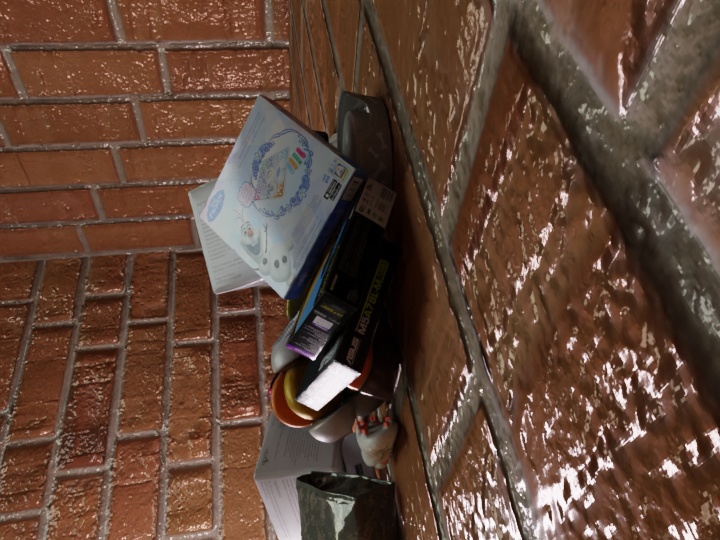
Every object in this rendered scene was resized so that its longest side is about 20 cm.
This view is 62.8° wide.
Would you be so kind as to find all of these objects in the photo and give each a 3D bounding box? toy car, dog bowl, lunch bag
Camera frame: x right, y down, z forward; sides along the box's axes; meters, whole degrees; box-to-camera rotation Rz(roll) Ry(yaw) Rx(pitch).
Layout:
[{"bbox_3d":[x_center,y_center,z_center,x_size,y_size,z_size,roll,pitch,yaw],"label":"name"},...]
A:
[{"bbox_3d":[-0.066,0.186,0.985,0.150,0.198,0.178,-40,81,44],"label":"toy car"},{"bbox_3d":[0.004,-0.170,0.902,0.200,0.057,0.207,176,90,-80],"label":"dog bowl"},{"bbox_3d":[-0.033,0.441,1.004,0.197,0.116,0.170,-8,85,45],"label":"lunch bag"}]

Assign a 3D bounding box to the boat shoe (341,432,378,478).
[{"bbox_3d":[0.005,0.416,1.119,0.066,0.070,0.204,64,-171,-61],"label":"boat shoe"}]

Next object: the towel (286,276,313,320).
[{"bbox_3d":[-0.094,0.009,1.284,0.023,0.140,0.207,20,109,56],"label":"towel"}]

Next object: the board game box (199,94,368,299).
[{"bbox_3d":[-0.113,-0.103,0.820,0.198,0.043,0.203,39,108,23],"label":"board game box"}]

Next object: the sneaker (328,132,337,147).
[{"bbox_3d":[-0.050,-0.217,1.143,0.201,0.078,0.079,-109,16,-61],"label":"sneaker"}]

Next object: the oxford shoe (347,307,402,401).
[{"bbox_3d":[0.024,0.117,0.872,0.072,0.071,0.202,-54,10,30],"label":"oxford shoe"}]

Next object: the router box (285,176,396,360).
[{"bbox_3d":[-0.025,-0.002,0.779,0.150,0.050,0.203,-52,14,50],"label":"router box"}]

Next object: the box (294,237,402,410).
[{"bbox_3d":[-0.019,0.080,0.835,0.197,0.047,0.200,-67,8,-31],"label":"box"}]

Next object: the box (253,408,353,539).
[{"bbox_3d":[-0.098,0.409,1.215,0.202,0.166,0.204,-81,-20,-60],"label":"box"}]

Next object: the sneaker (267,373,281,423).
[{"bbox_3d":[-0.150,0.236,1.255,0.076,0.079,0.201,61,-174,-15],"label":"sneaker"}]

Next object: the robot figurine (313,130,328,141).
[{"bbox_3d":[-0.119,-0.230,1.421,0.125,0.146,0.206,-136,41,-56],"label":"robot figurine"}]

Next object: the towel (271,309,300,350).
[{"bbox_3d":[-0.085,0.166,1.158,0.166,0.085,0.200,48,139,6],"label":"towel"}]

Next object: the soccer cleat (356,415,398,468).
[{"bbox_3d":[0.029,0.278,0.942,0.200,0.067,0.080,109,145,-77],"label":"soccer cleat"}]

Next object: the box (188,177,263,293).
[{"bbox_3d":[-0.137,-0.077,0.983,0.198,0.195,0.177,-13,-92,-66],"label":"box"}]
